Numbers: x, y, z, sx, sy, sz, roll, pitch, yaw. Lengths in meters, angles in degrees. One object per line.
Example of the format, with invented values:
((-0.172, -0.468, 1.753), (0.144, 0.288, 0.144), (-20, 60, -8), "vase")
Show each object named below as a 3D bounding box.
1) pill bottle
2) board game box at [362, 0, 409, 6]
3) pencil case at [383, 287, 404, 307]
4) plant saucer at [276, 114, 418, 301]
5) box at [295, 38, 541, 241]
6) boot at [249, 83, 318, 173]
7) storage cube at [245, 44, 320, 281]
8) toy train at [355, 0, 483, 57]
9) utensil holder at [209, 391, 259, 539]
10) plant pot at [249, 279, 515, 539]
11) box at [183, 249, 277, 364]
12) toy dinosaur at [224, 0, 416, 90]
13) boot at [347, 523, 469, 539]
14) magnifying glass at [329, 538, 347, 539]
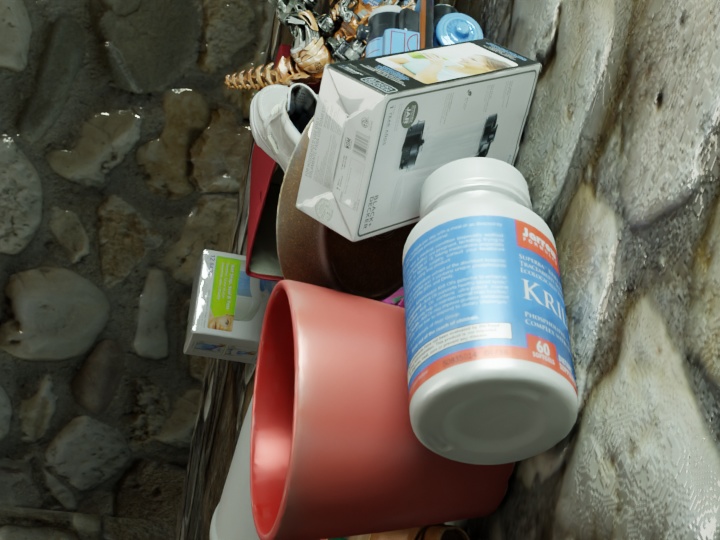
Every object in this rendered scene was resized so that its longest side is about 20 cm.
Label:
((0.085, 0.021, 0.919), (0.113, 0.111, 0.201), (111, 162, -49), "pill bottle")
((0.028, -0.318, 1.429), (0.201, 0.061, 0.200), (-63, 11, -1), "board game box")
((0.042, 0.051, 1.189), (0.200, 0.088, 0.089), (-176, 94, -79), "pencil case")
((0.011, -0.055, 1.077), (0.034, 0.199, 0.202), (19, 104, 37), "plant saucer")
((0.047, -0.103, 1.008), (0.060, 0.199, 0.118), (30, 122, 31), "box")
((-0.053, -0.137, 1.234), (0.096, 0.073, 0.201), (90, 157, -43), "boot")
((-0.025, -0.104, 1.413), (0.201, 0.169, 0.181), (110, 164, -46), "storage cube")
((0.050, -0.162, 1.217), (0.087, 0.113, 0.202), (121, 154, -62), "toy train")
((-0.052, 0.212, 1.357), (0.171, 0.168, 0.201), (-97, 22, -54), "utensil holder")
((0.016, 0.110, 1.016), (0.200, 0.176, 0.202), (-176, 90, -77), "plant pot")
((-0.114, 0.055, 1.685), (0.101, 0.198, 0.113), (127, 151, -67), "box")
((-0.044, -0.235, 1.317), (0.102, 0.199, 0.137), (104, 143, -78), "toy dinosaur")
((0.043, 0.295, 1.059), (0.154, 0.073, 0.202), (-20, 77, 61), "boot")
((-0.012, 0.260, 1.201), (0.199, 0.022, 0.080), (28, 115, 39), "magnifying glass")
